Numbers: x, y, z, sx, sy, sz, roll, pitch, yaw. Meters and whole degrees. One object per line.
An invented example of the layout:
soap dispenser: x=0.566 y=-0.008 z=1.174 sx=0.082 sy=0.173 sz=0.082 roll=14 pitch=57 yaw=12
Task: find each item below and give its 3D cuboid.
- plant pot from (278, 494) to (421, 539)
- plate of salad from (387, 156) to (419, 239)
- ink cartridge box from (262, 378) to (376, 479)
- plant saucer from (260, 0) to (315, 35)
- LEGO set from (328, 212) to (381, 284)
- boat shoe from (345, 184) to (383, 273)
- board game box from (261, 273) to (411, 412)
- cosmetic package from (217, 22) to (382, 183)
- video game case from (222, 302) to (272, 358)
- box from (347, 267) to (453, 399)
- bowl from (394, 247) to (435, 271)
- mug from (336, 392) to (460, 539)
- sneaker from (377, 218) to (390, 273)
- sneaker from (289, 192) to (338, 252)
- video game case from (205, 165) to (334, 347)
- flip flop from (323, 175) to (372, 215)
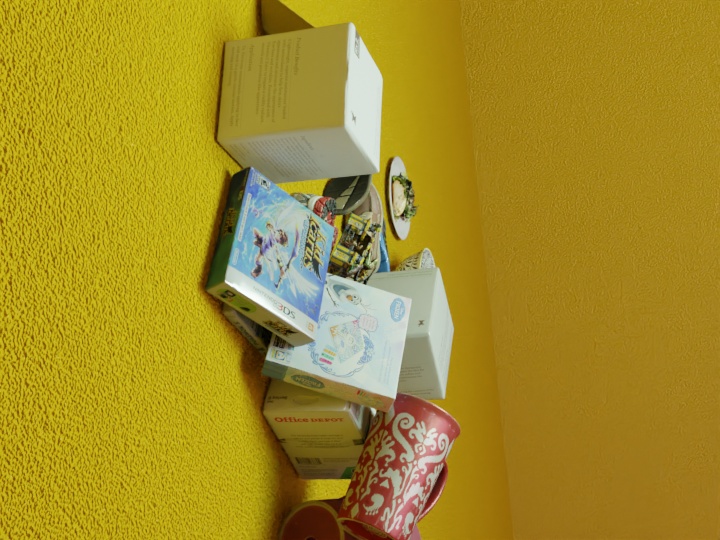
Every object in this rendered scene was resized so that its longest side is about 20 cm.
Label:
plant pot: x=-0.028 y=0.441 z=1.473 sx=0.179 sy=0.199 sz=0.202 roll=34 pitch=53 yaw=-50
plate of salad: x=0.105 y=-0.176 z=2.261 sx=0.200 sy=0.048 sz=0.202 roll=-4 pitch=90 yaw=-73
ink cartridge box: x=-0.051 y=0.245 z=1.479 sx=0.201 sy=0.145 sz=0.084 roll=70 pitch=24 yaw=-44
plant saucer: x=-0.077 y=-0.340 z=1.533 sx=0.048 sy=0.200 sz=0.200 roll=-47 pitch=154 yaw=-2
LEGO set: x=0.000 y=0.000 z=1.676 sx=0.200 sy=0.115 sz=0.155 roll=-70 pitch=-175 yaw=-68
boat shoe: x=0.004 y=-0.085 z=1.861 sx=0.072 sy=0.075 sz=0.202 roll=-11 pitch=96 yaw=-71
board game box: x=-0.032 y=0.098 z=1.421 sx=0.044 sy=0.198 sz=0.201 roll=111 pitch=-5 yaw=-46
cosmetic package: x=-0.084 y=-0.239 z=1.378 sx=0.165 sy=0.198 sz=0.166 roll=47 pitch=42 yaw=-64
video game case: x=-0.151 y=0.012 z=1.412 sx=0.183 sy=0.022 sz=0.201 roll=59 pitch=31 yaw=-57
box: x=0.063 y=0.125 z=1.797 sx=0.201 sy=0.197 sz=0.172 roll=-76 pitch=155 yaw=-49
bowl: x=0.116 y=0.051 z=2.168 sx=0.201 sy=0.093 sz=0.203 roll=-3 pitch=90 yaw=-73
mug: x=0.069 y=0.312 z=1.393 sx=0.177 sy=0.133 sz=0.201 roll=36 pitch=61 yaw=-16
sneaker: x=0.032 y=-0.056 z=1.949 sx=0.083 sy=0.070 sz=0.201 roll=-16 pitch=99 yaw=-67
sneaker: x=-0.084 y=-0.066 z=1.558 sx=0.201 sy=0.082 sz=0.078 roll=92 pitch=21 yaw=-56
video game case: x=-0.123 y=-0.019 z=1.344 sx=0.181 sy=0.045 sz=0.201 roll=37 pitch=48 yaw=-37
flip flop: x=-0.017 y=-0.157 z=1.804 sx=0.200 sy=0.080 sz=0.058 roll=-70 pitch=164 yaw=-55
